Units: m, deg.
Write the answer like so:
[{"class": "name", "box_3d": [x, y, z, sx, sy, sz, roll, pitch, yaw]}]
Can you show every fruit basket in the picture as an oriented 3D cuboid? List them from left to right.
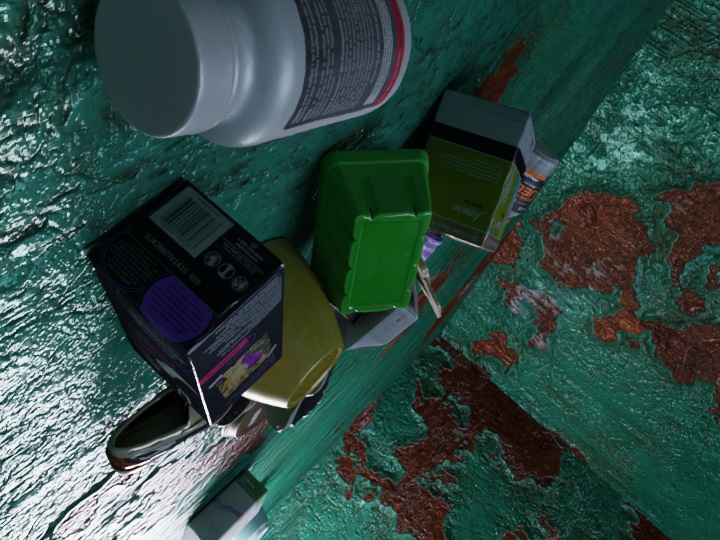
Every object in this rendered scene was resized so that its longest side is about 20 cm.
[{"class": "fruit basket", "box_3d": [0.014, -0.075, 0.811, 0.153, 0.218, 0.216, -4, 150, -15]}]

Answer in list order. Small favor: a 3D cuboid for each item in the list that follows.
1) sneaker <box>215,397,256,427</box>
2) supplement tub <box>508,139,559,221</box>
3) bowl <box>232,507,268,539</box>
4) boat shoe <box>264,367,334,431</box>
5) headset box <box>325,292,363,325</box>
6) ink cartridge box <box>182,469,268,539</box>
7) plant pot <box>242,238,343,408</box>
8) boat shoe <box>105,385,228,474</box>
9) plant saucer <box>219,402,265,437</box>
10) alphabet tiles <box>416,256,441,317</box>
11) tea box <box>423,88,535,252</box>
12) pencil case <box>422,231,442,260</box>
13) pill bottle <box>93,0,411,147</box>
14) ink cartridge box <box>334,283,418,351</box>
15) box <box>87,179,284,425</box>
[{"class": "sneaker", "box_3d": [-0.164, 0.163, 0.994, 0.199, 0.077, 0.085, -37, 173, -20]}, {"class": "supplement tub", "box_3d": [0.382, -0.222, 1.569, 0.201, 0.122, 0.122, -57, 164, 28]}, {"class": "bowl", "box_3d": [-0.360, 0.798, 1.963, 0.201, 0.105, 0.201, -47, 167, -14]}, {"class": "boat shoe", "box_3d": [-0.080, 0.157, 0.925, 0.060, 0.076, 0.200, -18, 155, -45]}, {"class": "headset box", "box_3d": [0.000, 0.000, 1.039, 0.149, 0.077, 0.200, -49, 165, -5]}, {"class": "ink cartridge box", "box_3d": [-0.337, 0.614, 1.582, 0.200, 0.087, 0.146, -40, 163, -42]}, {"class": "plant pot", "box_3d": [-0.104, 0.084, 0.788, 0.200, 0.142, 0.200, -46, 167, -14]}, {"class": "boat shoe", "box_3d": [-0.228, 0.175, 0.803, 0.199, 0.071, 0.063, -34, 158, -36]}, {"class": "plant saucer", "box_3d": [-0.183, 0.243, 1.205, 0.200, 0.029, 0.200, -46, 167, -14]}, {"class": "alphabet tiles", "box_3d": [0.087, -0.020, 1.025, 0.014, 0.197, 0.200, -26, 166, 2]}, {"class": "tea box", "box_3d": [0.172, -0.143, 0.979, 0.199, 0.132, 0.200, -70, 163, 7]}, {"class": "pencil case", "box_3d": [0.077, -0.006, 1.244, 0.085, 0.084, 0.201, 19, 117, -38]}, {"class": "pill bottle", "box_3d": [-0.058, -0.141, 0.402, 0.200, 0.110, 0.111, -33, 159, -52]}, {"class": "ink cartridge box", "box_3d": [0.015, 0.085, 1.133, 0.200, 0.057, 0.163, -45, -161, 23]}, {"class": "box", "box_3d": [-0.145, 0.038, 0.576, 0.106, 0.122, 0.201, -43, 166, -26]}]
